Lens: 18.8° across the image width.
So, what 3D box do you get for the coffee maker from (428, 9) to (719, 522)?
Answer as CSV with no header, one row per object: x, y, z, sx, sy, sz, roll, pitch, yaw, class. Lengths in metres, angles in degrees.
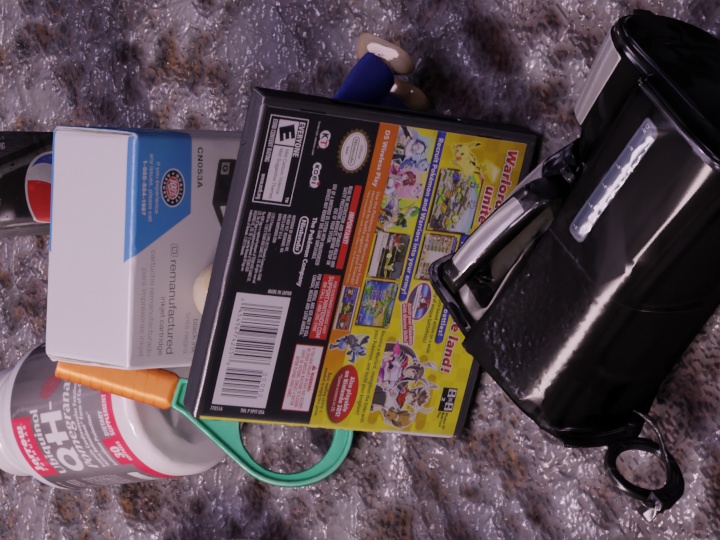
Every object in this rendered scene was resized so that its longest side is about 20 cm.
0.163,-0.009,1.183,0.192,0.135,0.200,42,124,10,coffee maker

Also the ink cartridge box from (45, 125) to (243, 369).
-0.095,-0.016,1.378,0.084,0.200,0.146,5,95,43,ink cartridge box

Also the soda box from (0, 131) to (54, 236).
-0.233,-0.060,1.516,0.071,0.200,0.064,-15,82,45,soda box

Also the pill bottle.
-0.183,0.097,1.535,0.200,0.110,0.111,-12,83,45,pill bottle

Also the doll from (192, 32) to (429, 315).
-0.031,-0.045,1.331,0.048,0.137,0.200,26,68,30,doll

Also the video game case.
0.000,0.000,1.297,0.026,0.180,0.201,-138,58,-61,video game case

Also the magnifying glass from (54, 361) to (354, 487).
-0.101,0.086,1.421,0.199,0.022,0.080,16,84,1,magnifying glass
